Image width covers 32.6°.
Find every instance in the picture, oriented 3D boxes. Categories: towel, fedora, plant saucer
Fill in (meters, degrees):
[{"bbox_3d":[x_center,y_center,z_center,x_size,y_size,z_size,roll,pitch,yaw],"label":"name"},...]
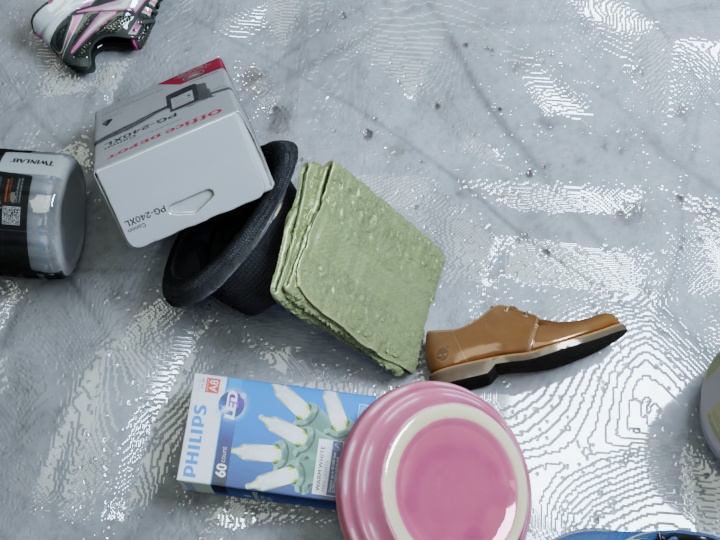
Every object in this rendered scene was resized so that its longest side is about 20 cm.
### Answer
[{"bbox_3d":[0.000,0.000,1.161,0.036,0.199,0.150,-5,60,46],"label":"towel"},{"bbox_3d":[-0.103,-0.027,1.188,0.092,0.200,0.202,42,72,-24],"label":"fedora"},{"bbox_3d":[0.075,0.198,1.103,0.198,0.051,0.204,7,74,-25],"label":"plant saucer"}]

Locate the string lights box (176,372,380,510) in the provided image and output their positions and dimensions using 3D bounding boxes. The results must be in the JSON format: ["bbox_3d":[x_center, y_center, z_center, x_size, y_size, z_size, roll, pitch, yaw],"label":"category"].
[{"bbox_3d":[-0.064,0.164,1.149,0.197,0.059,0.104,7,72,2],"label":"string lights box"}]

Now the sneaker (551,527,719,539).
[{"bbox_3d":[0.250,0.262,1.102,0.197,0.089,0.080,-5,69,-2],"label":"sneaker"}]

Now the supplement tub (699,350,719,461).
[{"bbox_3d":[0.388,0.109,1.099,0.142,0.200,0.147,0,70,0],"label":"supplement tub"}]

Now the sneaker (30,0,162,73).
[{"bbox_3d":[-0.243,-0.279,1.306,0.199,0.080,0.087,-37,86,-4],"label":"sneaker"}]

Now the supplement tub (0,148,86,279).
[{"bbox_3d":[-0.374,-0.058,1.191,0.197,0.123,0.124,4,70,0],"label":"supplement tub"}]

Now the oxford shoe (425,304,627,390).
[{"bbox_3d":[0.157,0.062,1.183,0.197,0.071,0.072,-11,69,-3],"label":"oxford shoe"}]

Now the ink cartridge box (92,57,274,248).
[{"bbox_3d":[-0.172,-0.116,1.166,0.143,0.200,0.084,-23,115,-2],"label":"ink cartridge box"}]
